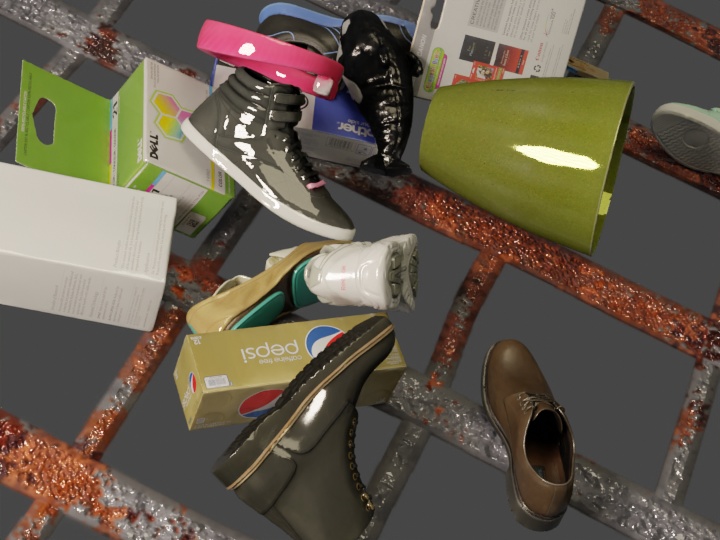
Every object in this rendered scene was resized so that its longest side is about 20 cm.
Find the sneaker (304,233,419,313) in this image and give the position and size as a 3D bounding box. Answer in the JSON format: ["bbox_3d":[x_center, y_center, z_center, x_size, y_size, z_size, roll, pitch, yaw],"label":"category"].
[{"bbox_3d":[0.000,0.000,1.461,0.099,0.200,0.078,2,87,12],"label":"sneaker"}]

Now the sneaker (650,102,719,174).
[{"bbox_3d":[0.428,-0.175,1.807,0.200,0.074,0.118,20,53,-16],"label":"sneaker"}]

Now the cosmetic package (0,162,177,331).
[{"bbox_3d":[-0.278,-0.024,1.426,0.200,0.081,0.113,12,48,-9],"label":"cosmetic package"}]

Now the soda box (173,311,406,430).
[{"bbox_3d":[-0.064,0.091,1.410,0.200,0.068,0.064,-5,56,-23],"label":"soda box"}]

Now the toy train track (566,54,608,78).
[{"bbox_3d":[0.199,-0.257,1.828,0.200,0.033,0.115,21,40,-9],"label":"toy train track"}]

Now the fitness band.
[{"bbox_3d":[-0.089,-0.209,1.534,0.144,0.037,0.200,18,3,1],"label":"fitness band"}]

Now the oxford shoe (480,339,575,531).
[{"bbox_3d":[0.166,0.137,1.446,0.073,0.084,0.200,0,50,-18],"label":"oxford shoe"}]

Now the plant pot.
[{"bbox_3d":[0.170,-0.129,1.624,0.200,0.187,0.187,15,46,11],"label":"plant pot"}]

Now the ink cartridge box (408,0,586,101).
[{"bbox_3d":[0.145,-0.274,1.700,0.176,0.200,0.084,13,14,-9],"label":"ink cartridge box"}]

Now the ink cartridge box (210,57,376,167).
[{"bbox_3d":[-0.063,-0.172,1.650,0.200,0.044,0.094,12,50,-10],"label":"ink cartridge box"}]

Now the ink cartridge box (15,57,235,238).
[{"bbox_3d":[-0.227,-0.137,1.498,0.200,0.076,0.148,23,43,-31],"label":"ink cartridge box"}]

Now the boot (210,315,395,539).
[{"bbox_3d":[-0.013,0.150,1.335,0.200,0.077,0.138,-44,96,-7],"label":"boot"}]

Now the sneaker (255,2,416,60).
[{"bbox_3d":[-0.019,-0.242,1.714,0.200,0.070,0.078,6,54,-7],"label":"sneaker"}]

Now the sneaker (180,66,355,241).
[{"bbox_3d":[-0.069,-0.116,1.453,0.200,0.099,0.071,39,16,10],"label":"sneaker"}]

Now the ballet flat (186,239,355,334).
[{"bbox_3d":[-0.084,0.012,1.476,0.063,0.069,0.200,32,45,29],"label":"ballet flat"}]

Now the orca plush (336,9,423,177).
[{"bbox_3d":[0.012,-0.199,1.608,0.105,0.071,0.200,4,64,3],"label":"orca plush"}]
